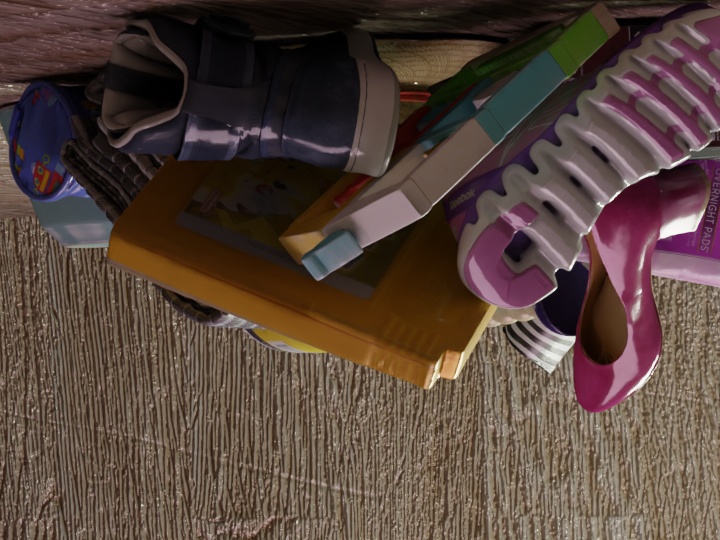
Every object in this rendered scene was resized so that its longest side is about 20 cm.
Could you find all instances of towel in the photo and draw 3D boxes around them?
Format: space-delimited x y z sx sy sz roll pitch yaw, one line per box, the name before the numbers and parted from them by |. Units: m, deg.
towel | -0.078 -0.037 1.539 0.166 0.086 0.200 3 -147 -46

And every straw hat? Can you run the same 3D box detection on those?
straw hat | -0.007 -0.090 1.495 0.201 0.085 0.201 -2 179 0

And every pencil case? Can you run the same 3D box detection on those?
pencil case | -0.147 -0.087 1.650 0.087 0.078 0.200 30 -159 36

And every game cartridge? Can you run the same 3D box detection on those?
game cartridge | -0.014 -0.023 1.360 0.200 0.032 0.176 20 -143 10

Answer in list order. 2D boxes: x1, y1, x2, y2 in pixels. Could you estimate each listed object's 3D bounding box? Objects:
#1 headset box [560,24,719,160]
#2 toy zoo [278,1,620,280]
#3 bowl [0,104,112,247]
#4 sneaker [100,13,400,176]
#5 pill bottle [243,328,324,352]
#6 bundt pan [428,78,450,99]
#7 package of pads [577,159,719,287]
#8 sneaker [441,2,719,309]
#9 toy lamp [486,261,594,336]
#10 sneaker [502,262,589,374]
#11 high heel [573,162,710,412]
headset box | 0.175 -0.103 1.452 0.200 0.077 0.149 -2 180 -2
toy zoo | 0.036 -0.062 1.282 0.200 0.020 0.131 -43 -168 -29
bowl | -0.165 -0.071 1.818 0.201 0.105 0.201 -3 179 0
sneaker | -0.064 -0.098 1.307 0.146 0.077 0.202 6 -173 -8
pill bottle | 0.000 0.000 1.661 0.112 0.112 0.200 -2 179 -33
bundt pan | 0.044 -0.095 1.724 0.202 0.076 0.202 -2 180 0
package of pads | 0.198 -0.057 1.588 0.200 0.121 0.076 11 -154 5
sneaker | 0.117 -0.075 1.324 0.080 0.200 0.088 43 -175 -36
toy lamp | 0.081 0.028 1.682 0.058 0.058 0.200 -2 174 -37
sneaker | 0.162 0.005 1.862 0.115 0.076 0.200 -49 176 35
high heel | 0.147 0.018 1.530 0.096 0.067 0.200 -10 141 -32
